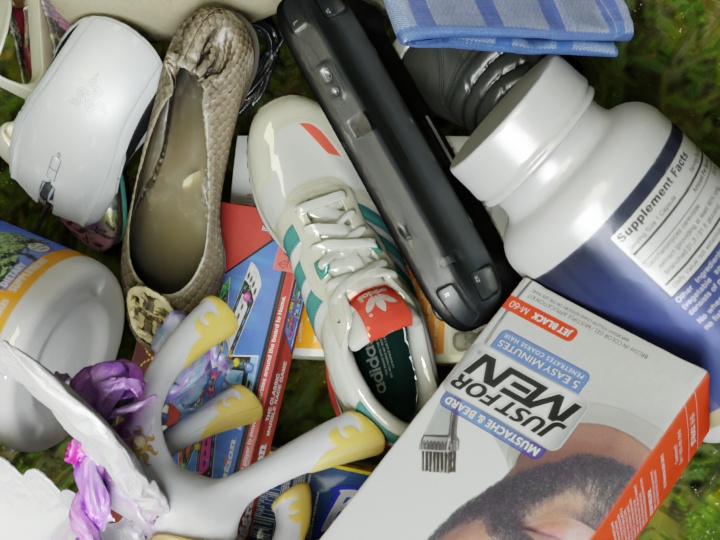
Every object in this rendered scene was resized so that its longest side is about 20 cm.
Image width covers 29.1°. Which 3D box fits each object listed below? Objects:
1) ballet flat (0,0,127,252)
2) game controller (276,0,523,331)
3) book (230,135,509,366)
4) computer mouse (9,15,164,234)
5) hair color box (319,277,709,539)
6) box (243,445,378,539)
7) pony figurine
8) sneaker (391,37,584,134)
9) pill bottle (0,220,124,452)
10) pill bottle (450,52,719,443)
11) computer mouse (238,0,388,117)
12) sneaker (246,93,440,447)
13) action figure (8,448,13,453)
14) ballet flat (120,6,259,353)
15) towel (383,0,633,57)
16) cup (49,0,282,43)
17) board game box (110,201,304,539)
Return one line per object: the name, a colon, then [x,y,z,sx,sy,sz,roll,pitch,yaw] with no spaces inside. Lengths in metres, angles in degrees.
ballet flat: [-0.197,-0.108,0.862,0.069,0.071,0.203,-19,78,46]
game controller: [0.023,-0.062,0.746,0.042,0.104,0.202,-30,84,17]
book: [0.020,-0.013,0.817,0.197,0.048,0.136,2,84,13]
computer mouse: [-0.174,-0.060,0.799,0.109,0.044,0.201,33,129,-1]
hair color box: [0.070,0.112,0.666,0.110,0.064,0.201,27,68,30]
box: [0.031,0.149,0.786,0.197,0.070,0.065,10,86,15]
pony figurine: [-0.109,0.100,0.671,0.192,0.200,0.167,38,135,8]
sneaker: [0.106,-0.158,0.785,0.099,0.070,0.201,43,103,30]
pill bottle: [-0.243,0.016,0.782,0.198,0.112,0.113,20,90,19]
pill bottle: [0.145,-0.015,0.723,0.200,0.111,0.111,42,96,-5]
computer mouse: [-0.022,-0.158,0.851,0.199,0.034,0.059,-34,95,14]
sneaker: [0.000,0.001,0.730,0.070,0.093,0.202,-20,96,-15]
action figure: [-0.310,0.094,0.828,0.198,0.135,0.150,23,122,-8]
ballet flat: [-0.099,-0.044,0.755,0.067,0.046,0.202,22,112,16]
towel: [0.055,-0.200,0.706,0.145,0.024,0.202,-3,67,-30]
cup: [-0.072,-0.219,0.765,0.142,0.200,0.203,12,88,26]
board game box: [-0.089,0.061,0.795,0.102,0.019,0.203,9,82,33]
